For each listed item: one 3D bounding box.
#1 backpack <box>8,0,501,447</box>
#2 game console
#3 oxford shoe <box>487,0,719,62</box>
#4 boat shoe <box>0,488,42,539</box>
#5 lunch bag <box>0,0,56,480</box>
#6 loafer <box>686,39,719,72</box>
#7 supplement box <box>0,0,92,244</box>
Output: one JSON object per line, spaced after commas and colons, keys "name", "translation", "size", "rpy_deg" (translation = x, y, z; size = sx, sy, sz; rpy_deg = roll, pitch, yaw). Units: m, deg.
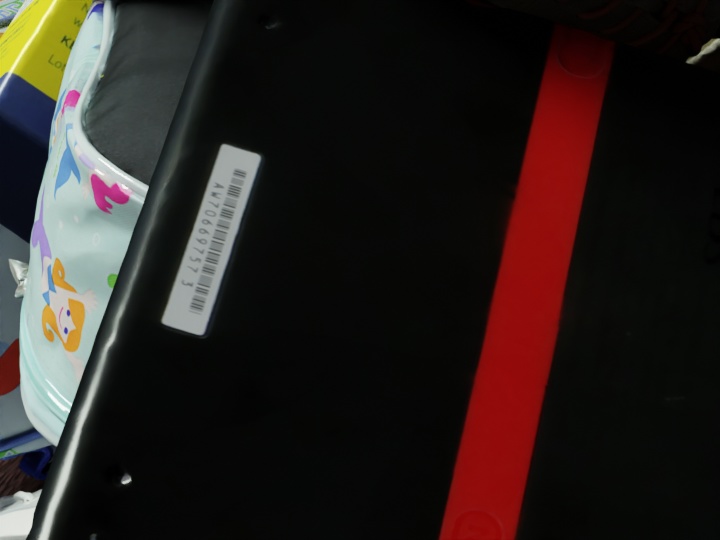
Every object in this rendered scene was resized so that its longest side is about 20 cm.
{"name": "backpack", "translation": [0.000, 0.000, 0.741], "size": [0.200, 0.177, 0.151], "rpy_deg": [-87, 11, -70]}
{"name": "game console", "translation": [0.035, 0.022, 0.609], "size": [0.031, 0.176, 0.200], "rpy_deg": [107, 179, -47]}
{"name": "oxford shoe", "translation": [0.062, -0.087, 0.714], "size": [0.070, 0.075, 0.200], "rpy_deg": [-43, -13, 27]}
{"name": "boat shoe", "translation": [-0.097, 0.098, 0.975], "size": [0.069, 0.072, 0.200], "rpy_deg": [-55, 10, -28]}
{"name": "lunch bag", "translation": [-0.099, -0.018, 1.012], "size": [0.199, 0.161, 0.076], "rpy_deg": [-19, 9, -24]}
{"name": "loafer", "translation": [0.131, -0.097, 0.851], "size": [0.200, 0.067, 0.076], "rpy_deg": [-32, 22, 46]}
{"name": "supplement box", "translation": [-0.037, -0.091, 0.934], "size": [0.200, 0.109, 0.109], "rpy_deg": [-59, 13, -17]}
